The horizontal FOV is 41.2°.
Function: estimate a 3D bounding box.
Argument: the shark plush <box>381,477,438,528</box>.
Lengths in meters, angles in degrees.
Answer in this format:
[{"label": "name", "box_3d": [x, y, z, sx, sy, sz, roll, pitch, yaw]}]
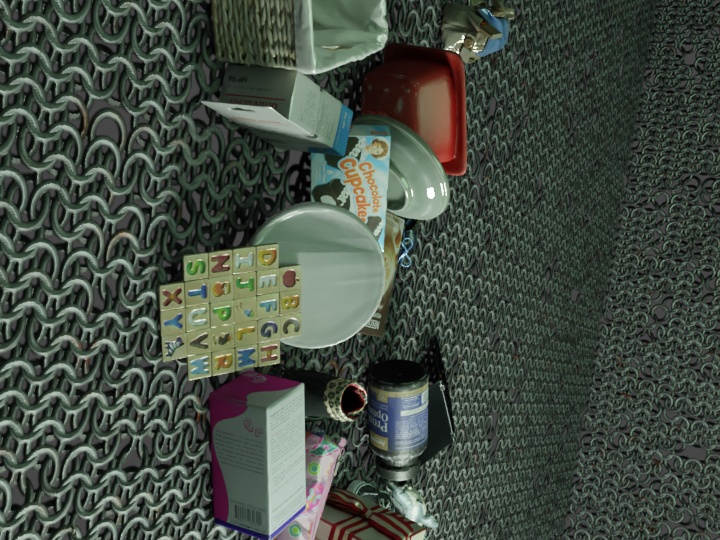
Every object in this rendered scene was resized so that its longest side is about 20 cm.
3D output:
[{"label": "shark plush", "box_3d": [0.089, 0.478, 1.909, 0.083, 0.091, 0.201, -36, 142, -13]}]

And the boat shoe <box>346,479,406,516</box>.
[{"label": "boat shoe", "box_3d": [0.030, 0.440, 1.776, 0.200, 0.067, 0.072, 47, 57, -57]}]

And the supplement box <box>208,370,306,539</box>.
[{"label": "supplement box", "box_3d": [-0.144, 0.258, 1.353, 0.103, 0.100, 0.202, -29, 124, -56]}]

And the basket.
[{"label": "basket", "box_3d": [-0.078, -0.366, 1.218, 0.198, 0.159, 0.202, -36, 129, -53]}]

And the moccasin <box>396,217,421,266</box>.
[{"label": "moccasin", "box_3d": [0.071, -0.062, 1.675, 0.081, 0.068, 0.201, 94, 19, -64]}]

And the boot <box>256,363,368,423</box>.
[{"label": "boot", "box_3d": [-0.055, 0.199, 1.446, 0.204, 0.152, 0.074, 46, 59, -57]}]

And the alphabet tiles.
[{"label": "alphabet tiles", "box_3d": [-0.165, 0.053, 1.243, 0.198, 0.006, 0.169, -9, 109, -30]}]

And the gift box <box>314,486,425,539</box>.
[{"label": "gift box", "box_3d": [-0.009, 0.473, 1.606, 0.200, 0.183, 0.189, -5, 112, -65]}]

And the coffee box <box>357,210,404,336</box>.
[{"label": "coffee box", "box_3d": [0.000, 0.000, 1.567, 0.114, 0.079, 0.203, 17, 84, -62]}]

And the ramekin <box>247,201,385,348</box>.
[{"label": "ramekin", "box_3d": [-0.066, -0.003, 1.332, 0.094, 0.200, 0.205, -106, -165, -72]}]

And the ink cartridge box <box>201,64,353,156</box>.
[{"label": "ink cartridge box", "box_3d": [-0.106, -0.215, 1.259, 0.200, 0.115, 0.069, 23, 79, -62]}]

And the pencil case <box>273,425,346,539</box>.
[{"label": "pencil case", "box_3d": [-0.087, 0.351, 1.509, 0.087, 0.087, 0.202, 45, 60, -57]}]

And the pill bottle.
[{"label": "pill bottle", "box_3d": [0.069, 0.274, 1.751, 0.112, 0.111, 0.202, -30, 124, -56]}]

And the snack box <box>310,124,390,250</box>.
[{"label": "snack box", "box_3d": [-0.017, -0.119, 1.423, 0.037, 0.115, 0.202, -94, -175, -55]}]

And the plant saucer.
[{"label": "plant saucer", "box_3d": [0.046, -0.147, 1.491, 0.050, 0.199, 0.201, -47, 139, -28]}]

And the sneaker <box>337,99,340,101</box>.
[{"label": "sneaker", "box_3d": [-0.034, -0.171, 1.467, 0.081, 0.074, 0.201, -64, 150, -45]}]

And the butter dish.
[{"label": "butter dish", "box_3d": [0.063, -0.250, 1.538, 0.147, 0.199, 0.202, -20, 117, -33]}]

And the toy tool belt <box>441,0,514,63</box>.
[{"label": "toy tool belt", "box_3d": [0.242, -0.463, 1.837, 0.200, 0.122, 0.126, -34, 128, -55]}]

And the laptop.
[{"label": "laptop", "box_3d": [0.126, 0.279, 1.972, 0.201, 0.114, 0.189, -93, 171, -50]}]
